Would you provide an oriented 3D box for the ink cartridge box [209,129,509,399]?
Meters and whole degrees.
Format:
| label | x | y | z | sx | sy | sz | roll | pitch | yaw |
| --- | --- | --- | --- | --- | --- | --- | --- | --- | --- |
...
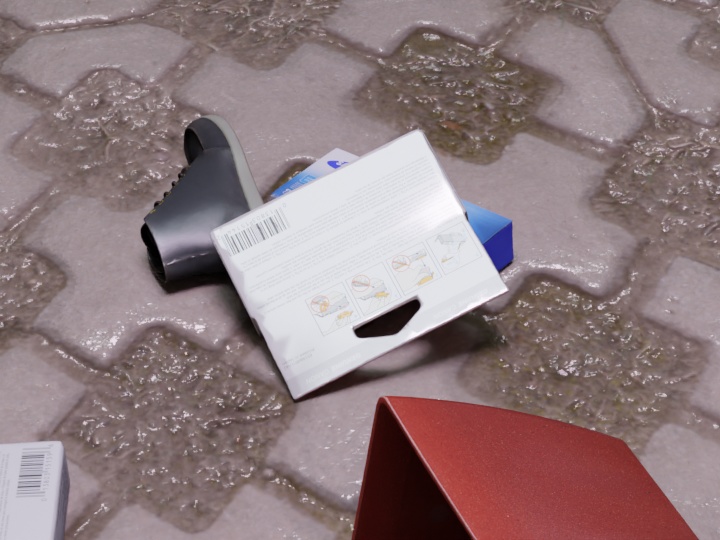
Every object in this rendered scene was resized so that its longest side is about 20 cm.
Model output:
| label | x | y | z | sx | sy | sz | roll | pitch | yaw |
| --- | --- | --- | --- | --- | --- | --- | --- | --- | --- |
| ink cartridge box | 0.000 | 0.000 | 1.835 | 0.199 | 0.045 | 0.177 | -26 | 63 | -3 |

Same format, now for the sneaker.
| label | x | y | z | sx | sy | sz | roll | pitch | yaw |
| --- | --- | --- | --- | --- | --- | --- | --- | --- | --- |
| sneaker | -0.151 | -0.068 | 1.959 | 0.106 | 0.075 | 0.200 | -13 | 38 | -13 |

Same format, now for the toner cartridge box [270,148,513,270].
| label | x | y | z | sx | sy | sz | roll | pitch | yaw |
| --- | --- | --- | --- | --- | --- | --- | --- | --- | --- |
| toner cartridge box | 0.026 | -0.038 | 1.932 | 0.200 | 0.043 | 0.095 | 24 | 43 | 32 |

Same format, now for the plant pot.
| label | x | y | z | sx | sy | sz | roll | pitch | yaw |
| --- | --- | --- | --- | --- | --- | --- | --- | --- | --- |
| plant pot | 0.113 | 0.209 | 1.466 | 0.176 | 0.200 | 0.200 | -4 | 34 | -22 |

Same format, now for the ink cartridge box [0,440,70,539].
| label | x | y | z | sx | sy | sz | roll | pitch | yaw |
| --- | --- | --- | --- | --- | --- | --- | --- | --- | --- |
| ink cartridge box | -0.306 | 0.206 | 1.614 | 0.173 | 0.044 | 0.200 | -4 | 36 | 0 |
